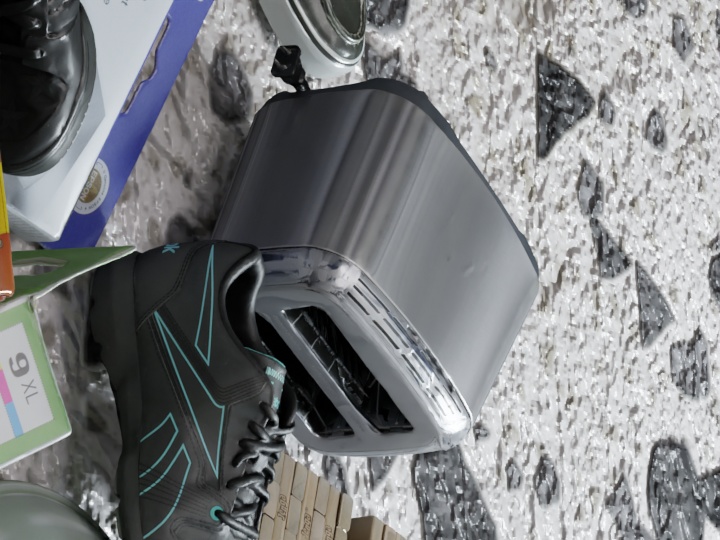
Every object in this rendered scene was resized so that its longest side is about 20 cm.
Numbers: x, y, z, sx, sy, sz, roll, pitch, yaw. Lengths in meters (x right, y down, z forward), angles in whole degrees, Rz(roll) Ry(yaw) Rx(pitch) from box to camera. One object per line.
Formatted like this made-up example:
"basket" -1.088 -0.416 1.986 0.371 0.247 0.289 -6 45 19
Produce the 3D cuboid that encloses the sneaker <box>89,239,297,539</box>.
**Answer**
"sneaker" -0.069 0.079 1.339 0.075 0.079 0.201 44 35 -71

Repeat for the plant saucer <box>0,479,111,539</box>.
"plant saucer" -0.130 0.187 1.278 0.200 0.050 0.201 22 64 -55

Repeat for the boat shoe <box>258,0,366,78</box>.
"boat shoe" -0.024 -0.198 1.526 0.071 0.063 0.201 -28 106 -56

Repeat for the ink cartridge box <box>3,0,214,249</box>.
"ink cartridge box" -0.126 -0.120 1.302 0.200 0.040 0.200 36 75 -49

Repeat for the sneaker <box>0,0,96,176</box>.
"sneaker" -0.139 -0.140 1.183 0.104 0.060 0.201 10 90 -72

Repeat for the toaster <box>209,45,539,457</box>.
"toaster" 0.000 0.000 1.472 0.200 0.113 0.130 55 43 -38

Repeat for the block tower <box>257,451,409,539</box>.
"block tower" -0.023 0.141 1.455 0.200 0.054 0.058 40 49 -46

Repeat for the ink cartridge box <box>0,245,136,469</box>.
"ink cartridge box" -0.180 0.053 1.127 0.200 0.104 0.060 -27 104 -38

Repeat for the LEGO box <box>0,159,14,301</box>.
"LEGO box" -0.243 -0.013 1.053 0.200 0.148 0.078 -4 85 -58
